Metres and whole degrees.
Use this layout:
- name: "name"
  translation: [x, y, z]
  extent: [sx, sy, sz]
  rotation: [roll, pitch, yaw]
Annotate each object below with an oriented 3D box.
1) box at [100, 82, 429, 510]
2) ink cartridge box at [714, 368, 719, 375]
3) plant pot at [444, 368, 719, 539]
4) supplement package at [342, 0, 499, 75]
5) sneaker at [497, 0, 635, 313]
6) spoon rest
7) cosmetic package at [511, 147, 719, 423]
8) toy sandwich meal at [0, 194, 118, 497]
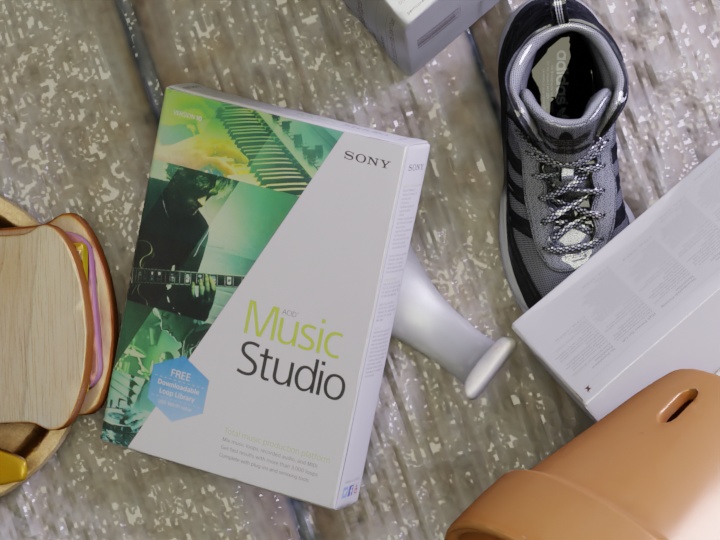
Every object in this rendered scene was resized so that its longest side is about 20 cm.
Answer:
- name: "box"
  translation: [-0.053, 0.013, 1.560]
  extent: [0.144, 0.036, 0.200]
  rotation: [14, 98, 20]
- name: "ink cartridge box"
  translation: [0.219, 0.130, 1.564]
  extent: [0.165, 0.075, 0.200]
  rotation: [35, 88, 5]
- name: "plant pot"
  translation: [0.160, 0.143, 1.444]
  extent: [0.200, 0.200, 0.140]
  rotation: [41, 73, 4]
- name: "supplement package"
  translation: [0.014, -0.232, 1.533]
  extent: [0.147, 0.191, 0.200]
  rotation: [-40, 86, -1]
- name: "sneaker"
  translation: [0.108, -0.052, 1.558]
  extent: [0.075, 0.114, 0.200]
  rotation: [-6, 87, 2]
- name: "spoon rest"
  translation: [0.000, 0.000, 1.595]
  extent: [0.200, 0.061, 0.099]
  rotation: [39, 88, 17]
- name: "cosmetic package"
  translation: [0.183, -0.002, 1.526]
  extent: [0.200, 0.083, 0.051]
  rotation: [-40, 129, -1]
- name: "toy sandwich meal"
  translation: [-0.232, 0.041, 1.585]
  extent: [0.205, 0.070, 0.205]
  rotation: [0, 87, 2]
